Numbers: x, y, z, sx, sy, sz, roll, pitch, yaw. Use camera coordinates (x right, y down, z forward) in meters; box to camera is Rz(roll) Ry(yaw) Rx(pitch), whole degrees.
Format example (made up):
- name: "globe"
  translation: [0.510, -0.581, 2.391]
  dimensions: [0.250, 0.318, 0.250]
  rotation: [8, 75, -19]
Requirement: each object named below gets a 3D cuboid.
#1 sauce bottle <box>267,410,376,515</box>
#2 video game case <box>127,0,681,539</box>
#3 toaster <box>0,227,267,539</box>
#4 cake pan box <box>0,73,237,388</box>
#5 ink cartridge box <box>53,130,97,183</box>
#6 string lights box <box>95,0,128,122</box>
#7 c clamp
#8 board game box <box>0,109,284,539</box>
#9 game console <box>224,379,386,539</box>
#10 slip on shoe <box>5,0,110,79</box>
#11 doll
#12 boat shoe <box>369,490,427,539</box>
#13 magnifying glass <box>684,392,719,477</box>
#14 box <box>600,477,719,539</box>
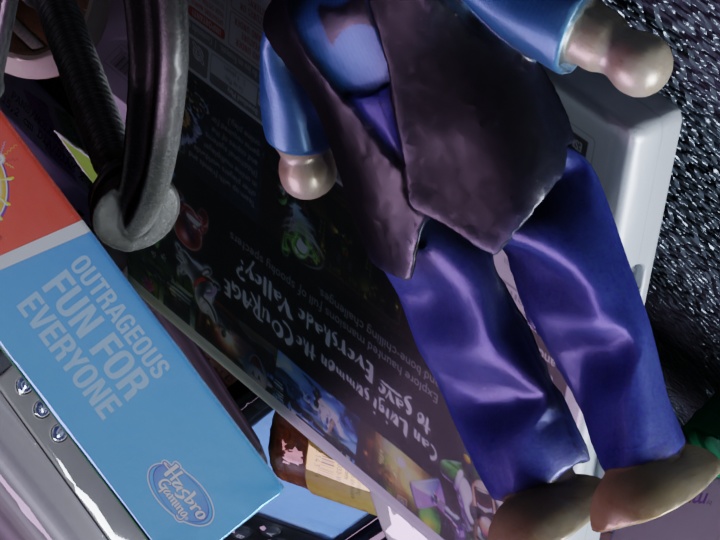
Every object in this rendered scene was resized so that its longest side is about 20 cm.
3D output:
- name: "sauce bottle"
  translation: [0.064, 0.084, 1.136]
  dimensions: [0.199, 0.066, 0.066]
  rotation: [19, 166, 18]
- name: "video game case"
  translation: [0.003, -0.018, 0.837]
  dimensions: [0.200, 0.023, 0.183]
  rotation: [38, 137, 33]
- name: "toaster"
  translation: [-0.123, 0.059, 1.181]
  dimensions: [0.129, 0.114, 0.200]
  rotation: [55, 163, -15]
- name: "cake pan box"
  translation: [-0.113, -0.042, 1.331]
  dimensions: [0.200, 0.052, 0.184]
  rotation: [45, -162, -18]
- name: "ink cartridge box"
  translation: [0.000, 0.000, 1.065]
  dimensions: [0.200, 0.076, 0.148]
  rotation: [34, 170, 23]
- name: "string lights box"
  translation: [-0.042, -0.041, 1.198]
  dimensions: [0.103, 0.059, 0.200]
  rotation: [40, 173, 26]
- name: "c clamp"
  translation: [-0.082, -0.080, 0.888]
  dimensions: [0.200, 0.027, 0.172]
  rotation: [-118, 31, -52]
- name: "board game box"
  translation: [-0.093, 0.010, 0.895]
  dimensions: [0.153, 0.040, 0.200]
  rotation: [54, 175, -7]
- name: "game console"
  translation: [0.010, 0.125, 1.254]
  dimensions: [0.175, 0.117, 0.200]
  rotation: [22, 140, -28]
- name: "slip on shoe"
  translation: [-0.158, -0.139, 1.165]
  dimensions: [0.200, 0.076, 0.061]
  rotation: [44, 171, 33]
- name: "doll"
  translation: [0.027, -0.030, 0.735]
  dimensions: [0.136, 0.048, 0.201]
  rotation: [-22, 95, 46]
- name: "boat shoe"
  translation: [0.024, 0.000, 0.911]
  dimensions: [0.065, 0.073, 0.201]
  rotation: [-11, 104, 45]
- name: "magnifying glass"
  translation: [0.166, 0.099, 1.057]
  dimensions: [0.080, 0.022, 0.200]
  rotation: [38, 170, 31]
- name: "box"
  translation: [0.100, 0.133, 0.957]
  dimensions: [0.112, 0.102, 0.199]
  rotation: [31, 160, -33]
